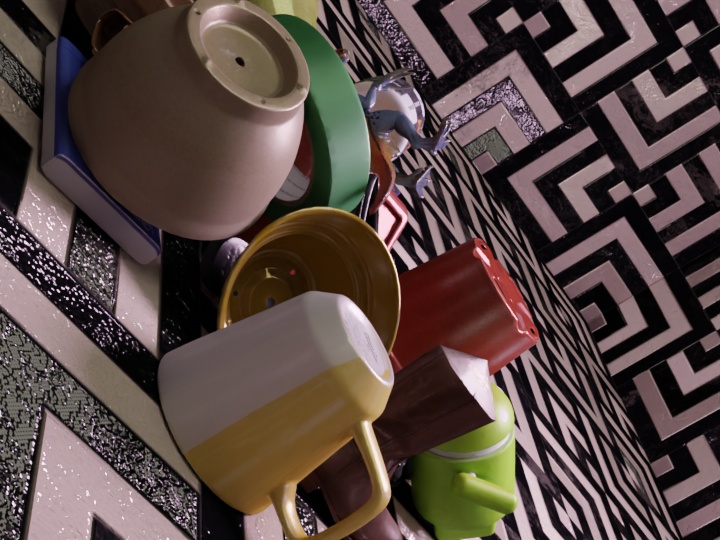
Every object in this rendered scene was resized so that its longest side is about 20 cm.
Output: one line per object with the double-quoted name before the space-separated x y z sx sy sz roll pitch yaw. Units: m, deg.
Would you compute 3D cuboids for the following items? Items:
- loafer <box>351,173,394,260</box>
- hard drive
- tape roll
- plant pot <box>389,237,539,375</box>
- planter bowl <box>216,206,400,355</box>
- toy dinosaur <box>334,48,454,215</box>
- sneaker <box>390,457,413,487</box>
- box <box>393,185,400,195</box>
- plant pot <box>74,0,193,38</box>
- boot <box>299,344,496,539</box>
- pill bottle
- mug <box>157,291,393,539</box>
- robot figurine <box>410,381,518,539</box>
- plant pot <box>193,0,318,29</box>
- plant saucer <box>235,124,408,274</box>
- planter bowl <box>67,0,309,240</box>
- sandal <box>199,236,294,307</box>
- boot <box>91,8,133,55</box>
"loafer" 0.000 0.000 1.279 0.068 0.070 0.201 -13 97 -70
"hard drive" -0.230 -0.110 1.121 0.132 0.025 0.200 48 16 -37
"tape roll" -0.069 -0.138 1.192 0.200 0.048 0.201 38 -39 39
"plant pot" 0.098 0.071 1.535 0.201 0.195 0.201 54 13 -19
"planter bowl" -0.065 0.036 1.170 0.083 0.201 0.200 15 -29 53
"toy dinosaur" 0.001 -0.156 1.253 0.181 0.105 0.200 29 26 19
"sneaker" 0.008 0.167 1.270 0.200 0.076 0.091 32 34 -58
"box" -0.036 -0.113 1.653 0.122 0.106 0.200 56 14 0
"plant pot" -0.228 -0.263 1.304 0.201 0.093 0.201 53 8 -10
"boot" 0.055 0.168 1.147 0.186 0.200 0.064 49 16 -32
"pill bottle" 0.025 -0.194 1.601 0.106 0.106 0.200 57 14 -5
"mug" -0.048 0.109 1.016 0.187 0.153 0.149 56 13 -10
"robot figurine" 0.110 0.200 1.371 0.176 0.115 0.201 -96 -178 -60
"plant pot" -0.122 -0.250 1.524 0.200 0.200 0.185 29 42 -64
"plant saucer" -0.035 -0.039 1.343 0.037 0.200 0.200 15 -23 44
"planter bowl" -0.127 -0.145 1.061 0.200 0.135 0.201 24 46 -27
"sandal" -0.080 0.030 1.247 0.200 0.043 0.076 30 73 -50
"boot" -0.184 -0.149 1.168 0.155 0.074 0.200 52 1 -39
